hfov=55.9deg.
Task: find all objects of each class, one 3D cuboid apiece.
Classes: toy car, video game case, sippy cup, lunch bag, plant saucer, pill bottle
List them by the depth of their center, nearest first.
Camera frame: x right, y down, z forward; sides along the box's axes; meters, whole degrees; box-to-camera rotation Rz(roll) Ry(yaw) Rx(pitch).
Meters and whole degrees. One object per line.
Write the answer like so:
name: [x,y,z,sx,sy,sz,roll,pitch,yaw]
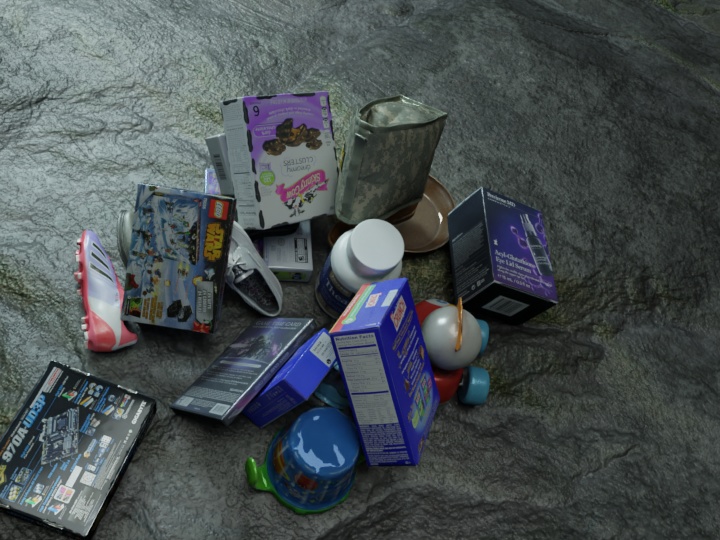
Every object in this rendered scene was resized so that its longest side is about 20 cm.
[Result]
sippy cup: [-0.059,0.254,0.942,0.140,0.130,0.178,37,56,8]
video game case: [-0.170,0.139,0.989,0.200,0.143,0.019,-47,118,-33]
toy car: [0.131,0.098,1.051,0.184,0.200,0.177,13,56,-8]
lunch bag: [0.031,-0.175,1.067,0.118,0.164,0.200,28,32,22]
pill bottle: [0.000,0.000,1.068,0.111,0.200,0.111,6,66,-13]
video game case: [-0.179,-0.078,1.168,0.181,0.045,0.200,4,58,-15]
plant saucer: [0.081,-0.109,1.266,0.200,0.037,0.201,8,57,-12]

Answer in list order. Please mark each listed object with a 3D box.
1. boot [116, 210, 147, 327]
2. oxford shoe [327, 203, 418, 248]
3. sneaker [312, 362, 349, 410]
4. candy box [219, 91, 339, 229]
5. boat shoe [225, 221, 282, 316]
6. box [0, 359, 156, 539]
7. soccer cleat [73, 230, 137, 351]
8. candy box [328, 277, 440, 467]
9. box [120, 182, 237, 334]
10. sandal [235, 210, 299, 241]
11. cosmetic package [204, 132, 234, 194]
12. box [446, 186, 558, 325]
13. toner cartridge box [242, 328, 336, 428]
boot: [-0.301,-0.013,1.065,0.131,0.068,0.200,-15,71,-7]
oxford shoe: [0.024,-0.099,1.181,0.200,0.071,0.071,-34,74,-29]
sneaker: [-0.005,0.131,1.017,0.079,0.096,0.200,33,20,-1]
candy box: [-0.121,-0.176,1.080,0.168,0.072,0.200,-17,105,-40]
boat shoe: [-0.186,-0.004,1.044,0.072,0.200,0.069,-30,32,-1]
box: [-0.390,0.238,0.910,0.159,0.046,0.200,21,56,-2]
soccer cleat: [-0.390,0.030,1.033,0.076,0.067,0.200,-3,61,-27]
candy box: [0.038,0.133,0.917,0.077,0.200,0.169,-9,17,20]
box: [-0.261,-0.017,0.980,0.137,0.040,0.200,10,97,-4]
sandal: [-0.194,-0.069,1.108,0.200,0.048,0.075,-4,58,-33]
cosmetic package: [-0.150,-0.203,1.159,0.200,0.071,0.102,-21,106,-27]
box: [0.245,-0.024,1.196,0.148,0.104,0.200,16,55,-27]
toner cartridge box: [-0.098,0.155,0.949,0.043,0.200,0.095,43,57,-3]
